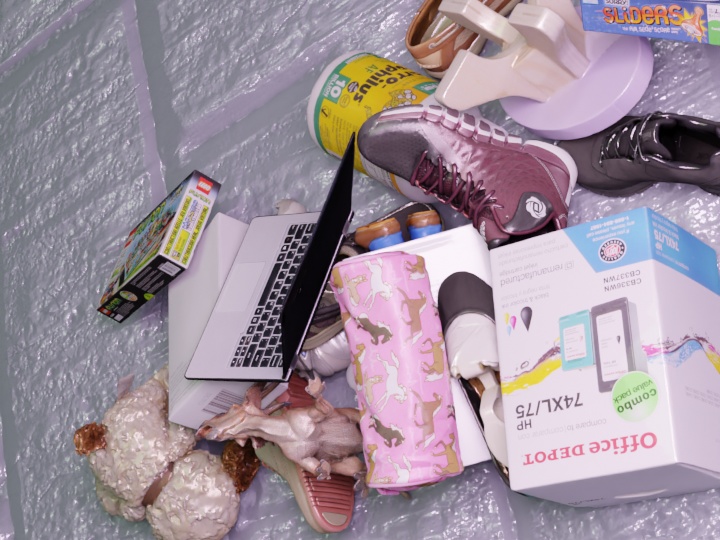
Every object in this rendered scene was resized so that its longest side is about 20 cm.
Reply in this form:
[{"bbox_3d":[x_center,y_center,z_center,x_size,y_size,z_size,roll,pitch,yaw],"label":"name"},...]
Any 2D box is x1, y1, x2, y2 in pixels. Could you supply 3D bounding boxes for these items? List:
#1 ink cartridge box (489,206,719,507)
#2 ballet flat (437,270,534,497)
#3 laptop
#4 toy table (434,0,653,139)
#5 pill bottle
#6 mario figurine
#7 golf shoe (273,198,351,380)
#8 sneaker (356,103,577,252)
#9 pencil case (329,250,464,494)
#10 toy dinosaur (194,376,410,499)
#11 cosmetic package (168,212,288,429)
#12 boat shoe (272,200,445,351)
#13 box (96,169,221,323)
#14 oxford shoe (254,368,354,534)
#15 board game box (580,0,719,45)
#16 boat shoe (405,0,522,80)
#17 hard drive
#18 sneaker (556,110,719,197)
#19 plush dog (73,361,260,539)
[{"bbox_3d":[0.208,0.078,1.055,0.146,0.146,0.202,-17,67,33],"label":"ink cartridge box"},{"bbox_3d":[0.114,0.095,1.093,0.068,0.068,0.201,-27,84,23],"label":"ballet flat"},{"bbox_3d":[-0.084,-0.008,1.177,0.199,0.116,0.188,-2,54,37],"label":"laptop"},{"bbox_3d":[0.157,-0.204,1.166,0.200,0.117,0.185,8,71,59],"label":"toy table"},{"bbox_3d":[0.049,-0.133,1.270,0.200,0.112,0.113,32,96,40],"label":"pill bottle"},{"bbox_3d":[0.048,0.051,1.218,0.122,0.106,0.202,-11,90,18],"label":"mario figurine"},{"bbox_3d":[-0.035,0.012,1.331,0.096,0.078,0.201,-16,66,9],"label":"golf shoe"},{"bbox_3d":[0.091,-0.069,1.117,0.076,0.198,0.116,108,171,-52],"label":"sneaker"},{"bbox_3d":[0.030,0.085,1.093,0.086,0.082,0.202,150,110,-72],"label":"pencil case"},{"bbox_3d":[-0.039,0.149,1.217,0.135,0.199,0.086,6,74,60],"label":"toy dinosaur"},{"bbox_3d":[-0.139,0.055,1.336,0.113,0.081,0.201,-43,37,37],"label":"cosmetic package"},{"bbox_3d":[-0.001,0.000,1.256,0.200,0.066,0.072,-38,70,-6],"label":"boat shoe"},{"bbox_3d":[-0.223,-0.023,1.427,0.200,0.035,0.111,-33,33,54],"label":"box"},{"bbox_3d":[-0.062,0.182,1.292,0.074,0.070,0.201,-45,44,27],"label":"oxford shoe"},{"bbox_3d":[0.292,-0.246,1.082,0.135,0.200,0.035,15,130,39],"label":"board game box"},{"bbox_3d":[0.115,-0.284,1.291,0.076,0.074,0.201,38,100,39],"label":"boat shoe"},{"bbox_3d":[0.073,0.071,1.148,0.131,0.027,0.202,-15,85,-1],"label":"hard drive"},{"bbox_3d":[0.249,-0.107,1.119,0.199,0.090,0.077,2,80,40],"label":"sneaker"},{"bbox_3d":[-0.196,0.210,1.348,0.171,0.160,0.201,37,100,16],"label":"plush dog"}]
